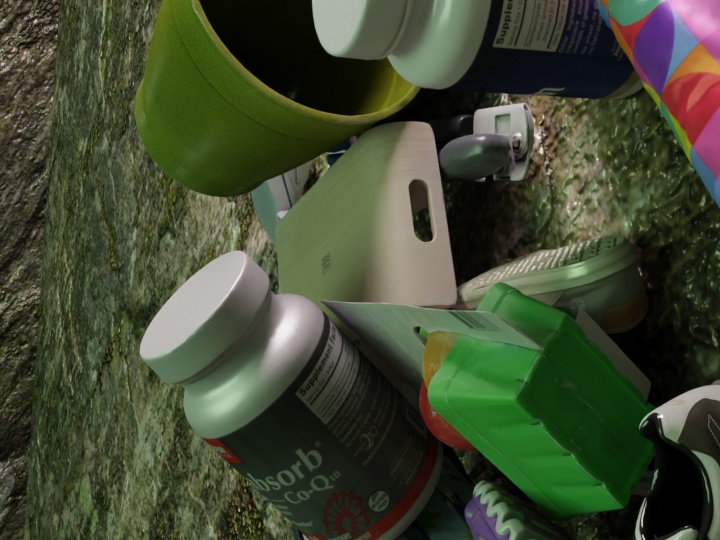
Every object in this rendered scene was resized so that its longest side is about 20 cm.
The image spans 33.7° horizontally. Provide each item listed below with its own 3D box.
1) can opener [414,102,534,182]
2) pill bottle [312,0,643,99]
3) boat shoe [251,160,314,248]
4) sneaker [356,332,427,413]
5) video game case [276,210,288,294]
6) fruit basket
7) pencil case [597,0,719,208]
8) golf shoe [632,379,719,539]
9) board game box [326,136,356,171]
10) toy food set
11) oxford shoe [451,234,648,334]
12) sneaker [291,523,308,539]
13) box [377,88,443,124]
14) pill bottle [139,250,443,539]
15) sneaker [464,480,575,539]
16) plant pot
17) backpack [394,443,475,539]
[{"bbox_3d":[0.064,-0.093,0.888,0.200,0.066,0.054,-173,84,-66],"label":"can opener"},{"bbox_3d":[0.077,-0.161,0.696,0.111,0.198,0.113,180,90,-66],"label":"pill bottle"},{"bbox_3d":[-0.078,-0.109,1.213,0.074,0.065,0.202,39,147,51],"label":"boat shoe"},{"bbox_3d":[0.011,0.148,0.955,0.074,0.114,0.203,23,112,62],"label":"sneaker"},{"bbox_3d":[-0.042,0.065,1.153,0.182,0.023,0.202,-137,43,-58],"label":"video game case"},{"bbox_3d":[0.085,0.073,0.738,0.094,0.185,0.199,-52,23,-14],"label":"fruit basket"},{"bbox_3d":[0.188,-0.096,0.592,0.089,0.087,0.201,116,143,-45],"label":"pencil case"},{"bbox_3d":[0.177,0.158,0.609,0.078,0.093,0.203,172,95,-64],"label":"golf shoe"},{"bbox_3d":[-0.031,-0.144,1.073,0.200,0.026,0.202,101,162,-73],"label":"board game box"},{"bbox_3d":[0.000,0.000,0.882,0.200,0.060,0.145,-41,48,50],"label":"toy food set"},{"bbox_3d":[0.117,0.020,0.777,0.058,0.075,0.200,64,157,-7],"label":"oxford shoe"},{"bbox_3d":[-0.011,0.282,1.010,0.147,0.080,0.202,86,173,-53],"label":"sneaker"},{"bbox_3d":[0.038,-0.222,0.968,0.200,0.049,0.163,160,109,-65],"label":"box"},{"bbox_3d":[-0.045,0.089,0.792,0.115,0.200,0.116,-36,22,17],"label":"pill bottle"},{"bbox_3d":[0.098,0.200,0.672,0.089,0.080,0.200,-54,29,10],"label":"sneaker"},{"bbox_3d":[-0.079,-0.154,0.906,0.193,0.198,0.203,-39,55,50],"label":"plant pot"},{"bbox_3d":[0.064,0.235,0.831,0.199,0.153,0.165,33,125,43],"label":"backpack"}]
